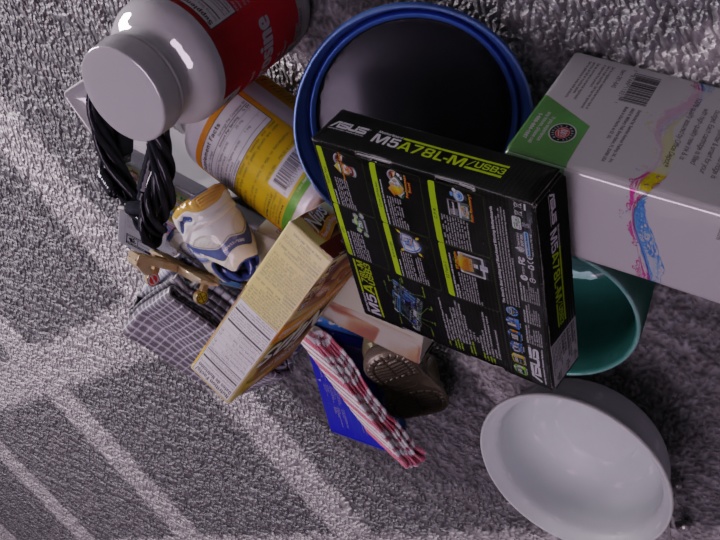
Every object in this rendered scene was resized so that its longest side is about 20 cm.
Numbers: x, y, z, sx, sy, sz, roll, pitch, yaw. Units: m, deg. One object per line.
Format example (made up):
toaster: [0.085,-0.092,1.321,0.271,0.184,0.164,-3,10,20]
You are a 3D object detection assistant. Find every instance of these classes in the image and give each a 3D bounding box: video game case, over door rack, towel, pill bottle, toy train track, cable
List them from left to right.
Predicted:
cable: [-0.231,-0.115,0.902,0.163,0.051,0.200,64,150,20]
video game case: [-0.197,-0.043,1.074,0.200,0.022,0.182,28,147,1]
pill bottle: [-0.139,-0.198,0.773,0.112,0.200,0.112,22,138,21]
towel: [-0.193,0.079,1.141,0.200,0.086,0.166,37,149,-17]
toy train track: [-0.156,0.019,0.949,0.200,0.033,0.115,17,-175,-41]
pill bottle: [-0.099,-0.126,0.876,0.200,0.111,0.111,38,142,12]
towel: [-0.010,0.126,1.008,0.200,0.030,0.146,55,169,-17]
over door rack: [0.290,0.310,1.011,0.148,0.067,0.200,4,109,36]

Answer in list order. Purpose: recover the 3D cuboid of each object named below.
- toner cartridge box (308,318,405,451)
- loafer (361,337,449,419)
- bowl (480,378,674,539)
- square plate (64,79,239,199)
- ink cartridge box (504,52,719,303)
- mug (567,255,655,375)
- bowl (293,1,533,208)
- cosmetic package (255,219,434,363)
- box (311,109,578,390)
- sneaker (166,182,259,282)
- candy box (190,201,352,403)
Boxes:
toner cartridge box: [-0.007,0.133,1.108,0.095,0.043,0.200,13,134,29]
loafer: [0.052,0.110,1.009,0.076,0.068,0.200,-12,149,9]
bowl: [0.232,0.182,0.921,0.201,0.090,0.201,21,132,25]
square plate: [-0.226,-0.154,1.021,0.198,0.028,0.200,-14,117,46]
ink cartridge box: [0.222,-0.069,0.654,0.200,0.145,0.084,21,139,22]
mug: [0.161,-0.010,0.773,0.185,0.114,0.152,31,141,1]
bowl: [0.044,-0.126,0.758,0.200,0.039,0.201,2,116,4]
cosmetic package: [0.000,0.000,0.931,0.200,0.103,0.087,26,138,18]
box: [0.068,-0.014,0.692,0.193,0.048,0.200,23,146,35]
sneaker: [-0.147,-0.022,0.919,0.088,0.075,0.200,56,171,1]
candy box: [-0.066,0.024,0.835,0.055,0.115,0.200,42,122,9]
